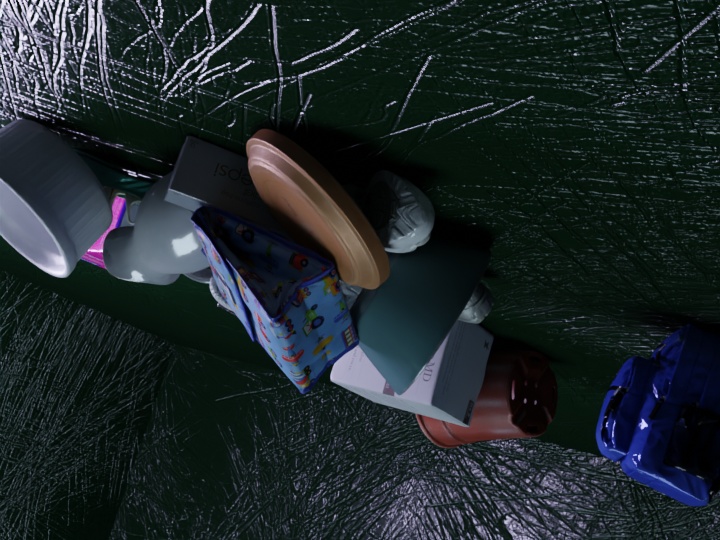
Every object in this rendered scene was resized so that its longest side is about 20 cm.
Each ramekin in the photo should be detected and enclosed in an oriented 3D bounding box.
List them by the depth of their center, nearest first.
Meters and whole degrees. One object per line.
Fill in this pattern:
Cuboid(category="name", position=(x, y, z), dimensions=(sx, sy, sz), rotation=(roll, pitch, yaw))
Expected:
Cuboid(category="ramekin", position=(-0.413, -0.097, 1.243), dimensions=(0.200, 0.098, 0.201), rotation=(32, 151, 20))

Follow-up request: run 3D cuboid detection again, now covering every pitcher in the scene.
Cuboid(category="pitcher", position=(-0.211, -0.043, 1.230), dimensions=(0.171, 0.122, 0.200), rotation=(16, 149, -33))

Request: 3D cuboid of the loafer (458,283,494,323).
Cuboid(category="loafer", position=(0.090, 0.021, 1.302), dimensions=(0.199, 0.070, 0.070), rotation=(7, 147, 46))

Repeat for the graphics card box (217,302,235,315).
Cuboid(category="graphics card box", position=(-0.103, 0.019, 1.414), dimensions=(0.199, 0.126, 0.051), rotation=(10, 167, 29))

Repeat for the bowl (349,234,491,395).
Cuboid(category="bowl", position=(0.056, 0.034, 1.133), dimensions=(0.105, 0.202, 0.201), rotation=(32, 168, 1))

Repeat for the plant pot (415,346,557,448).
Cuboid(category="plant pot", position=(0.230, 0.217, 1.719), dimensions=(0.194, 0.202, 0.200), rotation=(-7, 154, 45))

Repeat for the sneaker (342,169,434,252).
Cuboid(category="sneaker", position=(0.041, -0.055, 1.019), dimensions=(0.099, 0.079, 0.200), rotation=(15, 179, -22))

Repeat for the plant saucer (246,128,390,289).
Cuboid(category="plant saucer", position=(-0.050, -0.056, 0.991), dimensions=(0.200, 0.032, 0.201), rotation=(44, 164, 16))

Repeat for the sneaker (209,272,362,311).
Cuboid(category="sneaker", position=(-0.102, 0.030, 1.277), dimensions=(0.197, 0.080, 0.130), rotation=(-1, 175, -13))

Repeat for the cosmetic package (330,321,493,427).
Cuboid(category="cosmetic package", position=(0.089, 0.146, 1.618), dimensions=(0.199, 0.166, 0.165), rotation=(9, 165, 33))

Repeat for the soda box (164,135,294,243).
Cuboid(category="soda box", position=(-0.119, -0.081, 1.111), dimensions=(0.199, 0.069, 0.064), rotation=(21, 167, -14))

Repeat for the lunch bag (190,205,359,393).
Cuboid(category="lunch bag", position=(-0.110, 0.016, 1.081), dimensions=(0.200, 0.094, 0.151), rotation=(36, 157, 33))

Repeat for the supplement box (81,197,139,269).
Cuboid(category="supplement box", position=(-0.378, -0.059, 1.521), dimensions=(0.101, 0.104, 0.199), rotation=(25, 168, -37))

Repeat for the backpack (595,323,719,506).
Cuboid(category="backpack", position=(0.390, 0.165, 1.183), dimensions=(0.167, 0.201, 0.163), rotation=(25, 172, 10))

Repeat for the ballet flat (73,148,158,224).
Cuboid(category="ballet flat", position=(-0.315, -0.102, 1.300), dimensions=(0.199, 0.071, 0.067), rotation=(18, 169, 0))
